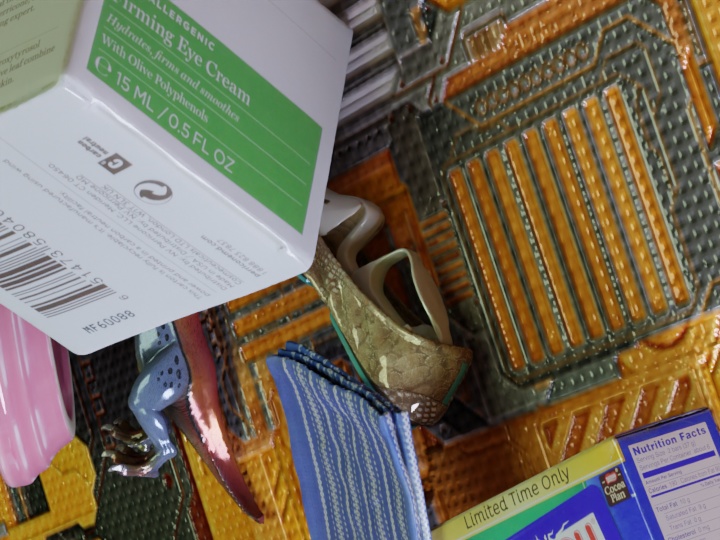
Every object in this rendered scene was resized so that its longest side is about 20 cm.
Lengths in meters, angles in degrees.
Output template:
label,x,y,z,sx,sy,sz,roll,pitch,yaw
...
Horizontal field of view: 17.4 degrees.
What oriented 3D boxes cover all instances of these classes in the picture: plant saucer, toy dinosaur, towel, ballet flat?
label,x,y,z,sx,sy,sz,roll,pitch,yaw
plant saucer,-0.225,0.040,1.557,0.201,0.050,0.202,170,90,-86
toy dinosaur,-0.117,0.033,1.500,0.199,0.105,0.183,22,106,0
towel,-0.004,0.126,1.339,0.200,0.024,0.146,-155,52,-69
ballet flat,0.000,0.000,1.348,0.065,0.070,0.200,-45,65,15

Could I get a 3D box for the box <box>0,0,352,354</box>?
label,x,y,z,sx,sy,sz,roll,pitch,yaw
box,-0.144,-0.090,1.311,0.199,0.199,0.172,-20,47,37

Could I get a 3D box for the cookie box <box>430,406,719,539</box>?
label,x,y,z,sx,sy,sz,roll,pitch,yaw
cookie box,0.139,0.195,1.213,0.171,0.075,0.201,-35,72,49
